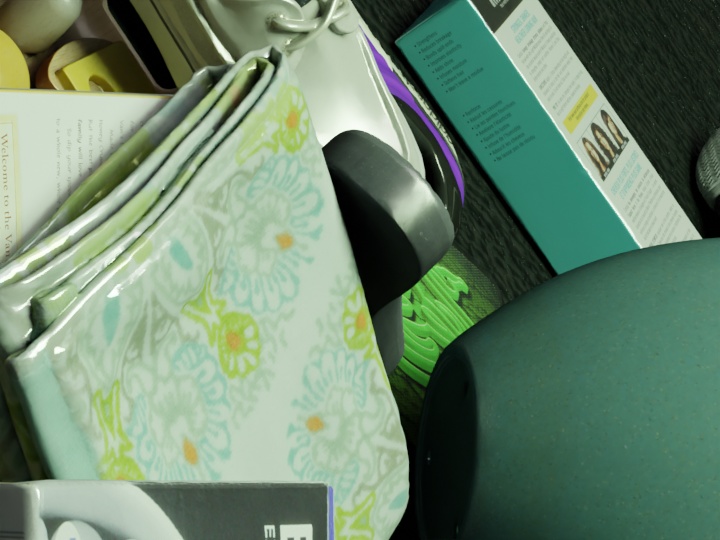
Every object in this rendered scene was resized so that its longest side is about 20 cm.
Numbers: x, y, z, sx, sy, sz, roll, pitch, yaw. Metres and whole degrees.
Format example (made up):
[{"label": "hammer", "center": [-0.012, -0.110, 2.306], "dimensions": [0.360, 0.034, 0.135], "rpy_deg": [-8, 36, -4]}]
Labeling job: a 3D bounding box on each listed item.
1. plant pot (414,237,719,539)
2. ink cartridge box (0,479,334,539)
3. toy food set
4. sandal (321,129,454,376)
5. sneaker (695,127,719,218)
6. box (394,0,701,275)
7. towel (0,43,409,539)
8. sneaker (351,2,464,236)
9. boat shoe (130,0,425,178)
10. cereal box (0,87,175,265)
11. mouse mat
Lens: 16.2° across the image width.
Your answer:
[{"label": "plant pot", "center": [0.097, 0.081, 1.024], "dimensions": [0.134, 0.201, 0.201], "rpy_deg": [5, 48, -14]}, {"label": "ink cartridge box", "center": [-0.048, 0.160, 0.736], "dimensions": [0.199, 0.043, 0.200], "rpy_deg": [7, 83, -58]}, {"label": "toy food set", "center": [-0.112, -0.071, 0.935], "dimensions": [0.144, 0.060, 0.200], "rpy_deg": [56, 27, -3]}, {"label": "sandal", "center": [-0.018, 0.005, 0.932], "dimensions": [0.076, 0.200, 0.043], "rpy_deg": [42, 70, 9]}, {"label": "sneaker", "center": [0.256, -0.002, 1.469], "dimensions": [0.115, 0.075, 0.201], "rpy_deg": [41, 28, -25]}, {"label": "box", "center": [0.102, -0.059, 1.297], "dimensions": [0.201, 0.049, 0.082], "rpy_deg": [54, 27, -8]}, {"label": "towel", "center": [-0.048, 0.051, 0.818], "dimensions": [0.171, 0.048, 0.201], "rpy_deg": [-48, 133, -44]}, {"label": "sneaker", "center": [-0.024, -0.081, 1.043], "dimensions": [0.200, 0.070, 0.100], "rpy_deg": [46, 11, -14]}, {"label": "boat shoe", "center": [-0.036, -0.102, 0.960], "dimensions": [0.072, 0.066, 0.201], "rpy_deg": [-34, 91, -32]}, {"label": "cereal box", "center": [-0.097, 0.013, 0.817], "dimensions": [0.199, 0.039, 0.145], "rpy_deg": [-2, 96, -59]}, {"label": "mouse mat", "center": [0.000, 0.000, 1.111], "dimensions": [0.200, 0.008, 0.162], "rpy_deg": [44, 30, -27]}]
